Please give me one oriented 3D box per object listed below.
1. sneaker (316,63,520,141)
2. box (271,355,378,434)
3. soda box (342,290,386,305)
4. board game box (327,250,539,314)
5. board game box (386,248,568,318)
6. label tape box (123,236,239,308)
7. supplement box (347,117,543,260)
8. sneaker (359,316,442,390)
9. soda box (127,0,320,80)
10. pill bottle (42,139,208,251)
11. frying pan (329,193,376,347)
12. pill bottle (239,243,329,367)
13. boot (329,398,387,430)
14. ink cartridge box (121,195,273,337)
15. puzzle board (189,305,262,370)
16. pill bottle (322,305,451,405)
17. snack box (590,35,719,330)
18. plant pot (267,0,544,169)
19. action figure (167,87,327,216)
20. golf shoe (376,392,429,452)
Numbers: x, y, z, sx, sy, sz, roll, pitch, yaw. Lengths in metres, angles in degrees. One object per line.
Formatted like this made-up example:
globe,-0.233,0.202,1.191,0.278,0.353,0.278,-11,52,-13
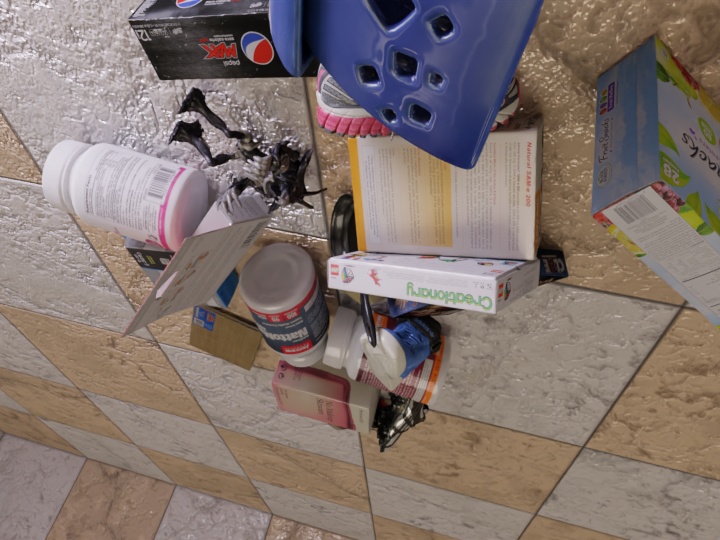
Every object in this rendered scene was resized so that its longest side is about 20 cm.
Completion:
sneaker,0.056,-0.167,0.526,0.192,0.081,0.077,-3,119,-9
box,-0.061,0.222,1.110,0.193,0.111,0.130,12,145,10
soda box,0.049,-0.019,0.770,0.067,0.066,0.198,35,142,-23
board game box,0.077,0.003,0.608,0.195,0.125,0.036,7,103,36
board game box,0.147,0.019,0.735,0.133,0.036,0.197,1,162,-44
label tape box,-0.321,-0.012,0.959,0.193,0.068,0.145,4,143,18
supplement box,0.091,-0.088,0.605,0.193,0.074,0.130,4,114,22
sneaker,0.063,0.094,0.789,0.076,0.111,0.201,41,166,20
soda box,-0.121,-0.235,0.558,0.193,0.065,0.072,6,145,19
pill bottle,-0.321,-0.107,0.786,0.193,0.116,0.115,16,146,5
frying pan,0.004,-0.015,0.720,0.030,0.192,0.117,-5,134,-27
pill bottle,-0.111,0.066,0.914,0.115,0.122,0.203,7,144,16
boot,-0.031,0.294,1.225,0.146,0.075,0.201,-5,142,33
ink cartridge box,-0.228,-0.010,0.774,0.045,0.175,0.200,49,120,9
puzzle board,-0.282,0.139,1.190,0.147,0.018,0.201,25,144,-5
pill bottle,0.042,0.135,0.938,0.193,0.117,0.115,18,146,1
snack box,0.287,-0.068,0.491,0.197,0.173,0.067,33,145,-19
plant pot,0.043,-0.227,0.378,0.175,0.204,0.202,22,147,5
action figure,-0.135,-0.122,0.689,0.197,0.104,0.119,32,132,-16
golf shoe,0.088,0.291,1.127,0.091,0.079,0.204,9,127,-13
